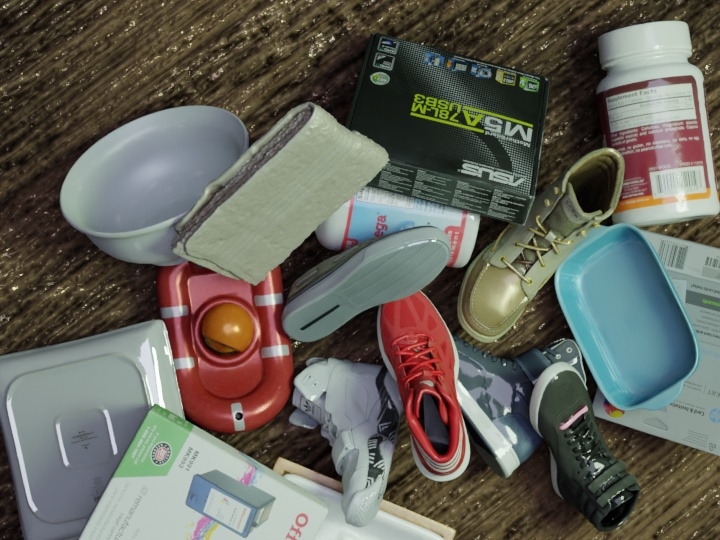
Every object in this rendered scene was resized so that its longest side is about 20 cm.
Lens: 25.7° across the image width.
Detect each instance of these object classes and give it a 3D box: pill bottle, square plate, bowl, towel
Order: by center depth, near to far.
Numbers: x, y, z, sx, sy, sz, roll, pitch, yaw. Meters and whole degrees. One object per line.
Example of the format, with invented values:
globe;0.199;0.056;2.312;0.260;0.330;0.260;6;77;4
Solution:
towel;-0.077;-0.069;1.482;0.200;0.132;0.035;-41;56;17
bowl;-0.191;-0.069;1.569;0.200;0.201;0.091;-27;127;-7
square plate;-0.270;0.166;1.575;0.198;0.028;0.200;-13;89;12
pill bottle;0.018;-0.069;1.609;0.198;0.109;0.110;7;86;-5
pill bottle;0.306;-0.150;1.643;0.113;0.114;0.202;-6;87;-7

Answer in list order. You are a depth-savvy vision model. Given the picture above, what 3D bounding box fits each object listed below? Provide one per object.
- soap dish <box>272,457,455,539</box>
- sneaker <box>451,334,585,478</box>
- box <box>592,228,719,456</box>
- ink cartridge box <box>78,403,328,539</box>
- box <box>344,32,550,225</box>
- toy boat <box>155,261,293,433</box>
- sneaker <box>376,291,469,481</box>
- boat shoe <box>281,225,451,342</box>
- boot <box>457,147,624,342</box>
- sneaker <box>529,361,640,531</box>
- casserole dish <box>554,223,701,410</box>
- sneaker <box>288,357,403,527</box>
soap dish;-0.024;0.299;1.599;0.198;0.081;0.159;23;85;-4
sneaker;0.141;0.090;1.632;0.146;0.077;0.203;-37;88;-10
box;0.330;0.072;1.612;0.155;0.041;0.202;15;94;36
ink cartridge box;-0.149;0.240;1.507;0.199;0.087;0.146;30;86;-5
box;0.086;-0.146;1.591;0.198;0.048;0.194;15;43;0
toy boat;-0.134;0.062;1.574;0.129;0.131;0.202;-8;88;-6
sneaker;0.066;0.096;1.522;0.078;0.116;0.202;-18;74;-4
boat shoe;0.000;0.000;1.558;0.199;0.062;0.072;-28;133;23
boot;0.181;-0.028;1.575;0.072;0.155;0.200;40;61;-3
sneaker;0.230;0.180;1.574;0.070;0.099;0.201;-33;132;-17
casserole dish;0.276;0.047;1.606;0.121;0.039;0.202;-35;67;30
sneaker;-0.021;0.165;1.579;0.114;0.076;0.201;13;45;3
